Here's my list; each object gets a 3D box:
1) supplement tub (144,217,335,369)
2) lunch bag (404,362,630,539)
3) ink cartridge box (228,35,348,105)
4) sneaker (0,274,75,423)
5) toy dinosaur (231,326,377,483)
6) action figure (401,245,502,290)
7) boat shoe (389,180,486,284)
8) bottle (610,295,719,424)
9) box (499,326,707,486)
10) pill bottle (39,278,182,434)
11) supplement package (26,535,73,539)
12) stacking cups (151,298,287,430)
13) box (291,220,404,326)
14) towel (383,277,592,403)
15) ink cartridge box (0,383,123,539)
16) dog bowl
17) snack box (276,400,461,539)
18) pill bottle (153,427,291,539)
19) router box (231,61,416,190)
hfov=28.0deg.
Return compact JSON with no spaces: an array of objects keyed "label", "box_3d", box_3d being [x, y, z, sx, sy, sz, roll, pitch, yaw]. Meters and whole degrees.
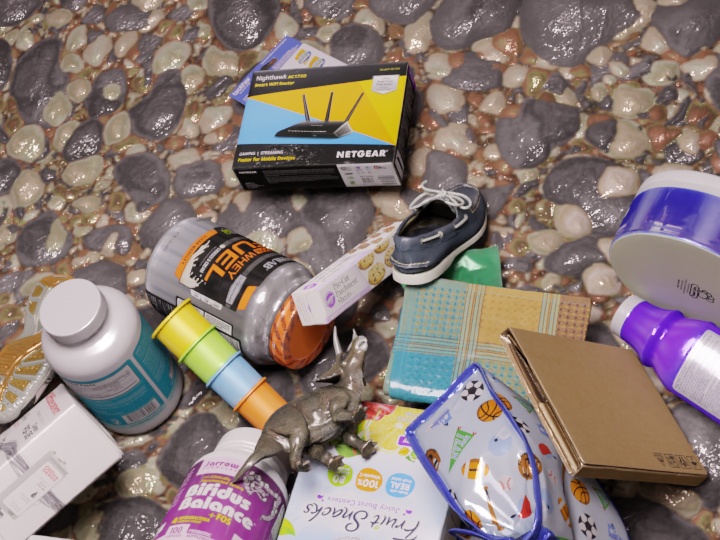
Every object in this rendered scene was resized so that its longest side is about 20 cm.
[{"label":"supplement tub","box_3d":[-0.133,0.028,1.619,0.200,0.123,0.123,25,68,28]},{"label":"lunch bag","box_3d":[0.155,0.213,1.351,0.124,0.170,0.200,-47,41,10]},{"label":"ink cartridge box","box_3d":[-0.054,-0.208,1.798,0.200,0.042,0.119,32,73,28]},{"label":"sneaker","box_3d":[-0.361,0.103,1.659,0.075,0.088,0.200,8,53,21]},{"label":"toy dinosaur","box_3d":[-0.049,0.157,1.468,0.200,0.077,0.102,-40,40,-11]},{"label":"action figure","box_3d":[0.117,0.072,1.556,0.118,0.055,0.201,-17,54,4]},{"label":"boat shoe","box_3d":[0.086,-0.055,1.598,0.075,0.062,0.200,10,32,29]},{"label":"bottle","box_3d":[0.344,0.095,1.458,0.200,0.065,0.084,35,97,32]},{"label":"box","box_3d":[0.237,0.133,1.405,0.021,0.200,0.164,-49,50,30]},{"label":"pill bottle","box_3d":[-0.276,0.090,1.576,0.110,0.200,0.111,-8,56,12]},{"label":"supplement package","box_3d":[-0.287,0.380,1.421,0.117,0.117,0.200,-45,51,23]},{"label":"stacking cups","box_3d":[-0.132,0.118,1.558,0.200,0.061,0.061,43,75,0]},{"label":"box","box_3d":[0.000,0.000,1.583,0.039,0.042,0.200,-7,19,38]},{"label":"towel","box_3d":[0.133,0.080,1.505,0.199,0.022,0.147,7,60,14]},{"label":"ink cartridge box","box_3d":[-0.363,0.223,1.549,0.200,0.083,0.146,-41,15,-10]},{"label":"dog bowl","box_3d":[0.353,-0.009,1.445,0.200,0.200,0.079,23,70,28]},{"label":"snack box","box_3d":[0.017,0.238,1.471,0.168,0.068,0.201,6,61,20]},{"label":"pill bottle","box_3d":[-0.137,0.252,1.455,0.112,0.113,0.200,0,34,17]},{"label":"router box","box_3d":[-0.042,-0.171,1.717,0.199,0.051,0.150,-1,58,17]}]
